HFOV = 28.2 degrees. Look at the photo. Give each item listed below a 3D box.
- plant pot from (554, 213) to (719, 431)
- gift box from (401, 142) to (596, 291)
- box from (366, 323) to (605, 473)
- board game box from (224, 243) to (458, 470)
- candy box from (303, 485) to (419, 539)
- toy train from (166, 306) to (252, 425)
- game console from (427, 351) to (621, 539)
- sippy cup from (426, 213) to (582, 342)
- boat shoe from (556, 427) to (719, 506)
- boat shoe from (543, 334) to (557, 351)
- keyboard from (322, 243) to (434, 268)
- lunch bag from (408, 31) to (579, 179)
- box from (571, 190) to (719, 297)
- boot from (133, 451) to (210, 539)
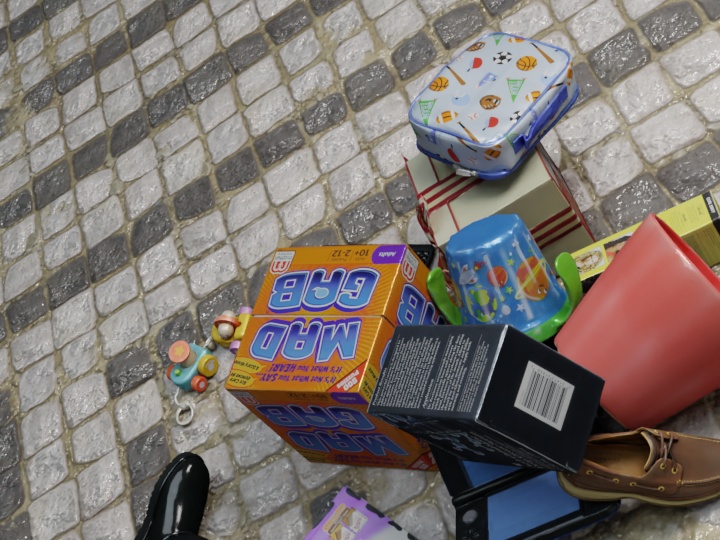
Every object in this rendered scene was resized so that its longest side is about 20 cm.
[{"bbox_3d":[0.323,0.069,1.572,0.177,0.200,0.201,-44,43,12],"label":"plant pot"},{"bbox_3d":[0.159,-0.085,1.795,0.186,0.200,0.185,-32,39,13],"label":"gift box"},{"bbox_3d":[0.130,0.133,1.518,0.199,0.148,0.108,-4,62,57],"label":"box"},{"bbox_3d":[-0.006,0.106,1.757,0.199,0.200,0.201,-2,56,35],"label":"board game box"},{"bbox_3d":[0.008,0.369,1.638,0.168,0.072,0.199,-51,44,-9],"label":"candy box"},{"bbox_3d":[-0.193,0.121,1.985,0.199,0.056,0.151,-30,45,12],"label":"toy train"},{"bbox_3d":[0.172,0.213,1.600,0.199,0.119,0.171,-26,25,17],"label":"game console"},{"bbox_3d":[0.162,0.011,1.656,0.177,0.131,0.140,-21,17,9],"label":"sippy cup"},{"bbox_3d":[0.308,0.203,1.507,0.198,0.068,0.073,-1,57,-1],"label":"boat shoe"},{"bbox_3d":[0.209,0.091,1.708,0.199,0.072,0.073,-33,44,10],"label":"boat shoe"},{"bbox_3d":[0.000,0.000,1.952,0.199,0.040,0.105,-2,56,36],"label":"keyboard"},{"bbox_3d":[0.162,-0.196,1.724,0.160,0.076,0.200,24,60,34],"label":"lunch bag"},{"bbox_3d":[0.340,-0.016,1.698,0.199,0.075,0.050,-27,43,18],"label":"box"},{"bbox_3d":[-0.209,0.343,1.813,0.162,0.073,0.199,15,74,44],"label":"boot"}]
